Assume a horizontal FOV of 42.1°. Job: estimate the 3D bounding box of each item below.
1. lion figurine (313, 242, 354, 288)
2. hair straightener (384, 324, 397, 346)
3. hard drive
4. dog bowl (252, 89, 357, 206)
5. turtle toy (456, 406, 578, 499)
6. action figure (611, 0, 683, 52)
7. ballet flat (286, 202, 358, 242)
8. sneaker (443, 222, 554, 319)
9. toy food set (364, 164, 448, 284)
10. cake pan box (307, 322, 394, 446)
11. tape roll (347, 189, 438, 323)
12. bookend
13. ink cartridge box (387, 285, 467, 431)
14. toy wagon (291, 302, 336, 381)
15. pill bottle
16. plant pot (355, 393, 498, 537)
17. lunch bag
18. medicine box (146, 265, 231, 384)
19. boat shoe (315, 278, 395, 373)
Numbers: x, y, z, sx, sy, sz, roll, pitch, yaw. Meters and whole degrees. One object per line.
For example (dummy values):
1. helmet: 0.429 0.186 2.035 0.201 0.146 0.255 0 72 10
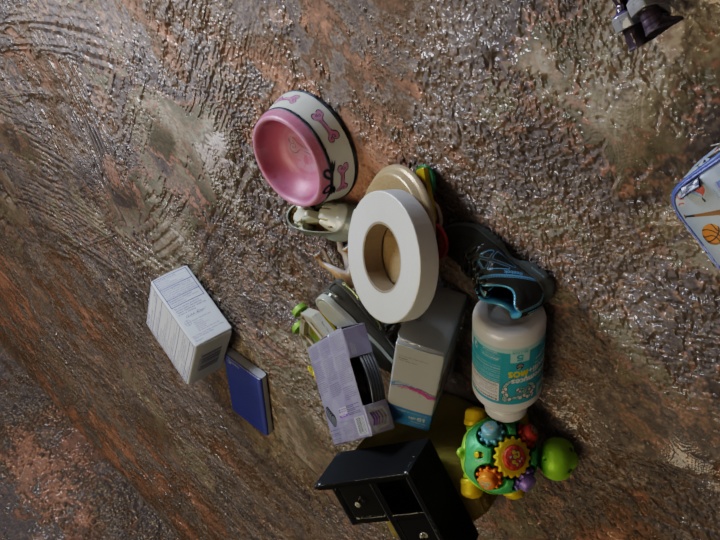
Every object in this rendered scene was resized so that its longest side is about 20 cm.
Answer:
1. lion figurine: 0.000 0.000 1.638 0.123 0.072 0.200 54 162 -15
2. hair straightener: 0.015 0.129 1.755 0.077 0.041 0.200 57 151 3
3. hard drive: -0.269 0.293 2.249 0.131 0.025 0.202 31 140 32
4. dog bowl: -0.101 -0.196 1.572 0.199 0.074 0.202 31 139 31
5. turtle toy: 0.249 0.296 1.499 0.101 0.198 0.148 161 113 -73
6. action figure: 0.267 -0.338 1.006 0.201 0.069 0.130 60 153 -2
7. ballet flat: -0.060 -0.087 1.613 0.063 0.068 0.199 20 170 -37
8. sneaker: 0.186 -0.003 1.380 0.199 0.082 0.074 33 143 31
9. toy food set: 0.066 -0.064 1.453 0.197 0.048 0.203 -15 83 59
10. cake pan box: -0.020 0.197 1.603 0.200 0.052 0.186 -38 68 64
11. tape roll: 0.046 -0.022 1.414 0.202 0.037 0.205 19 113 55
12. bookend: 0.060 0.396 1.552 0.198 0.092 0.200 -15 109 36
13. ink cartridge box: 0.106 0.141 1.533 0.084 0.145 0.201 16 136 11
14. toy wagon: -0.079 0.157 1.867 0.156 0.039 0.201 51 157 22
15. pill bottle: 0.225 0.138 1.431 0.110 0.111 0.202 27 139 34
16. plant pot: 0.149 0.339 1.643 0.199 0.195 0.196 -7 114 41
17. lunch bag: 0.446 -0.062 1.019 0.201 0.075 0.160 51 144 2
18. medicine box: -0.403 0.127 2.179 0.201 0.102 0.183 52 147 19
19. boat shoe: 0.011 0.100 1.637 0.202 0.060 0.072 45 154 -10
